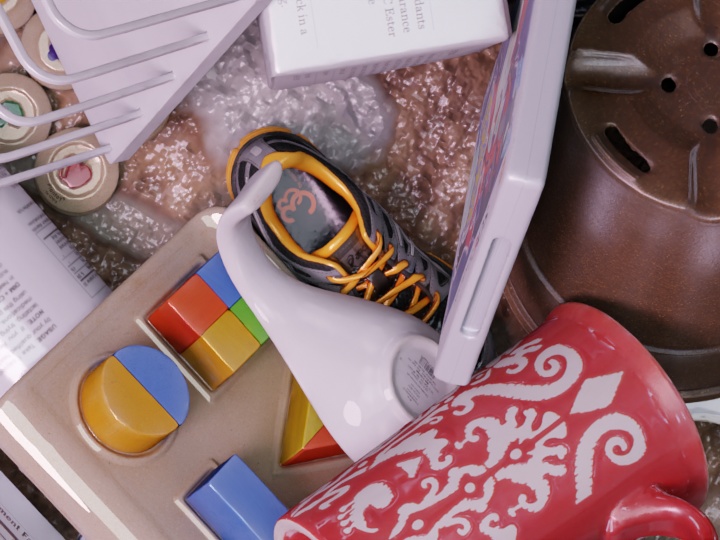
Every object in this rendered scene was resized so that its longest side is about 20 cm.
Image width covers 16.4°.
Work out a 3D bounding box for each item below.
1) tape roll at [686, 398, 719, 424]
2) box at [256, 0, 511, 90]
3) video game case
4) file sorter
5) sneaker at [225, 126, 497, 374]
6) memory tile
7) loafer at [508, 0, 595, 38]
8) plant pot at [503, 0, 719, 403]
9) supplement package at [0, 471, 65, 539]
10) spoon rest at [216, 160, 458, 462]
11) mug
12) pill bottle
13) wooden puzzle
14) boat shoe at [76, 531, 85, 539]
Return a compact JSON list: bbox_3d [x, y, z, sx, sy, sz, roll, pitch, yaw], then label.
[{"bbox_3d":[0.188,0.132,1.448,0.201,0.071,0.203,0,93,-3],"label":"tape roll"},{"bbox_3d":[-0.002,-0.207,1.359,0.130,0.200,0.200,-9,92,-2],"label":"box"},{"bbox_3d":[0.078,-0.070,1.281,0.023,0.182,0.201,14,55,-2],"label":"video game case"},{"bbox_3d":[-0.162,-0.144,1.306,0.124,0.200,0.139,-20,78,-35],"label":"file sorter"},{"bbox_3d":[0.000,0.000,1.429,0.200,0.077,0.078,42,87,-6],"label":"sneaker"},{"bbox_3d":[-0.191,-0.144,1.441,0.200,0.017,0.153,38,89,-4],"label":"memory tile"},{"bbox_3d":[0.171,-0.159,1.438,0.199,0.072,0.063,-16,97,-6],"label":"loafer"},{"bbox_3d":[0.175,-0.058,1.344,0.199,0.198,0.201,0,66,0],"label":"plant pot"},{"bbox_3d":[-0.287,0.179,1.333,0.151,0.200,0.152,47,118,-4],"label":"supplement package"},{"bbox_3d":[-0.011,0.032,1.366,0.200,0.061,0.099,52,49,-18],"label":"spoon rest"},{"bbox_3d":[0.074,0.125,1.290,0.200,0.177,0.134,-31,109,-21],"label":"mug"},{"bbox_3d":[-0.204,0.023,1.398,0.113,0.113,0.200,-41,93,-1],"label":"pill bottle"},{"bbox_3d":[-0.073,0.081,1.352,0.185,0.046,0.200,48,55,-4],"label":"wooden puzzle"},{"bbox_3d":[-0.065,0.147,1.435,0.199,0.072,0.062,3,49,-15],"label":"boat shoe"}]
